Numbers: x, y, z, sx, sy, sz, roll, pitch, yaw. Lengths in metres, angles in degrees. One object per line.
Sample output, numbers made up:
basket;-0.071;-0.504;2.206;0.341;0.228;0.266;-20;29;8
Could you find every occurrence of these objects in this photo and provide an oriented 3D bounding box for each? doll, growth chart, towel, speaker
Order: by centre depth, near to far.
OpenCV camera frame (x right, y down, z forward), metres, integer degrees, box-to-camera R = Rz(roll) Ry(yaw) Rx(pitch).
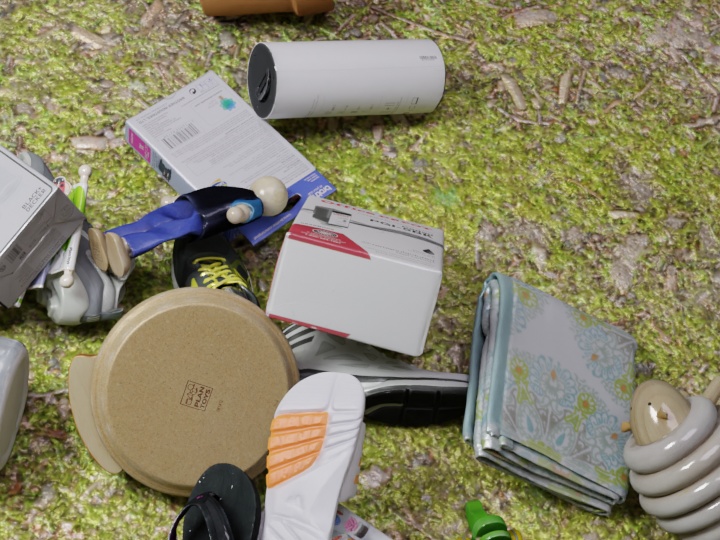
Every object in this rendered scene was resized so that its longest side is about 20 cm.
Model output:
growth chart;-0.346;-0.020;1.483;0.199;0.018;0.145;-8;63;14
towel;0.180;0.115;1.487;0.171;0.048;0.200;27;52;-22
doll;-0.157;-0.051;1.506;0.200;0.049;0.136;-21;19;-29
speaker;-0.015;-0.201;1.657;0.199;0.081;0.081;-5;56;-25

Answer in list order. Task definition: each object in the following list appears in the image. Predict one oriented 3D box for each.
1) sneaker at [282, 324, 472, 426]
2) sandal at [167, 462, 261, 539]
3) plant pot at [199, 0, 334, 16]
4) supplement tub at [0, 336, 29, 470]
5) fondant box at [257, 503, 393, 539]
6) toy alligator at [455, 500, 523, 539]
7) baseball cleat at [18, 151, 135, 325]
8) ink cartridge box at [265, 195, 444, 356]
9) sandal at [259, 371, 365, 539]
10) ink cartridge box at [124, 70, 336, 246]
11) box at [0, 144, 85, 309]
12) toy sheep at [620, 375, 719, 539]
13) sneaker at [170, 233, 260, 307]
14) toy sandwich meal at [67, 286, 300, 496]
sneaker;0.013;0.080;1.493;0.200;0.076;0.116;1;57;-6
sandal;-0.130;0.239;1.303;0.075;0.048;0.201;-11;47;25
plant pot;-0.121;-0.360;1.714;0.140;0.200;0.200;-17;59;-1
supplement tub;-0.399;0.102;1.379;0.199;0.123;0.123;11;55;-2
fondant box;-0.021;0.289;1.356;0.200;0.058;0.144;33;57;12
toy alligator;0.126;0.284;1.386;0.059;0.054;0.200;-5;57;-13
baseball cleat;-0.279;-0.030;1.535;0.106;0.070;0.200;-2;57;-30
ink cartridge box;0.000;0.000;1.473;0.146;0.083;0.200;15;13;0
sandal;-0.043;0.189;1.357;0.079;0.059;0.207;7;73;19
ink cartridge box;-0.133;-0.109;1.619;0.119;0.042;0.200;-35;65;-29
box;-0.366;-0.067;1.467;0.200;0.060;0.117;32;78;27
toy sheep;0.313;0.184;1.446;0.138;0.138;0.200;-41;95;-30
sneaker;-0.126;0.025;1.501;0.074;0.085;0.200;-13;59;-19
toy sandwich meal;-0.154;0.109;1.408;0.204;0.070;0.206;-1;94;-10
